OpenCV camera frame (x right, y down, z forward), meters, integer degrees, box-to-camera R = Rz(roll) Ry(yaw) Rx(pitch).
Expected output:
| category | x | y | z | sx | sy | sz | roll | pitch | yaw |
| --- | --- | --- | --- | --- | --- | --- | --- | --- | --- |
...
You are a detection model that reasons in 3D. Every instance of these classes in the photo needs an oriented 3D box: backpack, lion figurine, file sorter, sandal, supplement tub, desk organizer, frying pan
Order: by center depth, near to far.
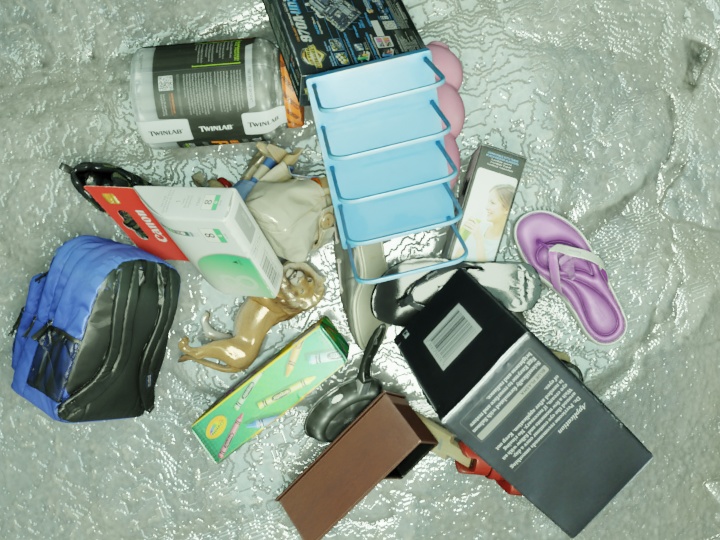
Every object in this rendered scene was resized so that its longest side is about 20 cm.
| category | x | y | z | sx | sy | sz | roll | pitch | yaw |
| --- | --- | --- | --- | --- | --- | --- | --- | --- | --- |
| file sorter | 0.032 | -0.106 | 0.824 | 0.136 | 0.123 | 0.203 | -13 | 118 | -1 |
| sandal | 0.106 | 0.019 | 0.886 | 0.196 | 0.043 | 0.078 | -8 | 92 | 3 |
| backpack | -0.325 | 0.059 | 0.944 | 0.166 | 0.162 | 0.203 | 24 | 96 | 22 |
| supplement tub | -0.170 | -0.216 | 0.953 | 0.195 | 0.123 | 0.125 | -4 | 92 | 1 |
| frying pan | 0.005 | 0.149 | 0.964 | 0.191 | 0.114 | 0.031 | -49 | 54 | 18 |
| desk organizer | -0.004 | 0.248 | 0.969 | 0.200 | 0.072 | 0.077 | -46 | 63 | 9 |
| lion figurine | -0.138 | 0.064 | 0.993 | 0.121 | 0.072 | 0.202 | 33 | 98 | 1 |
| sandal | 0.276 | 0.005 | 0.993 | 0.082 | 0.050 | 0.203 | -40 | 91 | 2 |

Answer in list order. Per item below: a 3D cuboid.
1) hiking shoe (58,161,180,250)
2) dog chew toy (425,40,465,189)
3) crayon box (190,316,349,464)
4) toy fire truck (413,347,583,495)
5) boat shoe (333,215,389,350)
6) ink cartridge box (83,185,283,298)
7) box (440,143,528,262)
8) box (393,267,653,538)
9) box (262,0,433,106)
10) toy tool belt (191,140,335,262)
| category | x | y | z | sx | sy | sz | roll | pitch | yaw |
| --- | --- | --- | --- | --- | --- | --- | --- | --- | --- |
| hiking shoe | -0.273 | -0.077 | 0.961 | 0.197 | 0.101 | 0.077 | 22 | 94 | 8 |
| dog chew toy | 0.073 | -0.181 | 0.958 | 0.122 | 0.125 | 0.204 | 14 | 84 | 0 |
| crayon box | -0.107 | 0.143 | 0.967 | 0.199 | 0.119 | 0.059 | -38 | 91 | 2 |
| toy fire truck | 0.154 | 0.177 | 0.978 | 0.196 | 0.129 | 0.180 | 7 | 92 | -10 |
| boat shoe | 0.000 | 0.000 | 1.000 | 0.066 | 0.057 | 0.205 | -7 | 97 | -35 |
| ink cartridge box | -0.205 | -0.033 | 0.901 | 0.196 | 0.162 | 0.051 | 2 | 59 | 18 |
| box | 0.141 | -0.045 | 0.961 | 0.059 | 0.117 | 0.204 | 17 | 94 | 2 |
| box | 0.157 | 0.126 | 0.799 | 0.118 | 0.197 | 0.200 | -45 | 110 | 5 |
| box | -0.021 | -0.286 | 0.916 | 0.156 | 0.046 | 0.203 | -10 | 57 | -17 |
| toy tool belt | -0.105 | -0.097 | 0.960 | 0.123 | 0.198 | 0.126 | -47 | 136 | -19 |
